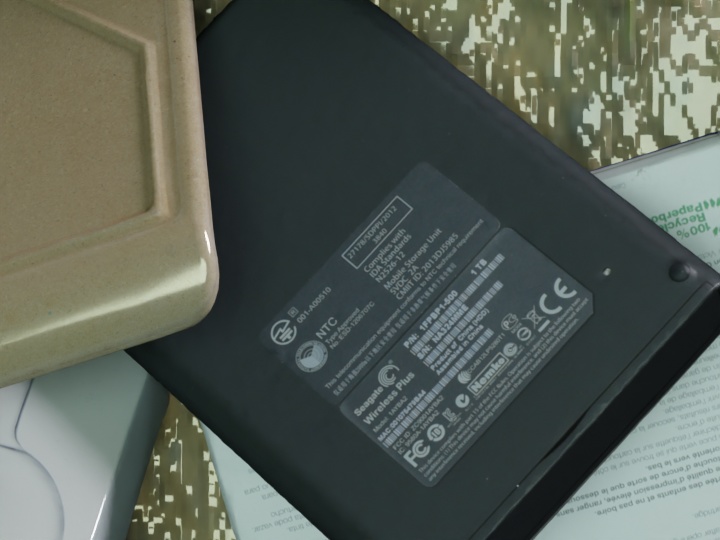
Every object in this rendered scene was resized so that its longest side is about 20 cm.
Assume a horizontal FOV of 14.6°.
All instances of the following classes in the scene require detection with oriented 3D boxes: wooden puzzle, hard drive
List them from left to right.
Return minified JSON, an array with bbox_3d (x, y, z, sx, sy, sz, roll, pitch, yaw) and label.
[{"bbox_3d":[-0.137,-0.041,0.928,0.185,0.037,0.200,-17,53,12],"label":"wooden puzzle"},{"bbox_3d":[0.000,0.000,0.900,0.140,0.033,0.200,-47,63,-5],"label":"hard drive"}]

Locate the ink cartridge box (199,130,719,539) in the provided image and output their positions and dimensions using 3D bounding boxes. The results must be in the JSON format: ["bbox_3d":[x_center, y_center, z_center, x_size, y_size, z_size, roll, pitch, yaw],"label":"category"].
[{"bbox_3d":[0.057,0.077,0.937,0.196,0.043,0.201,-16,92,9],"label":"ink cartridge box"}]

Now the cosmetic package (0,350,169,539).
[{"bbox_3d":[-0.176,0.067,0.922,0.199,0.151,0.052,10,136,6],"label":"cosmetic package"}]
